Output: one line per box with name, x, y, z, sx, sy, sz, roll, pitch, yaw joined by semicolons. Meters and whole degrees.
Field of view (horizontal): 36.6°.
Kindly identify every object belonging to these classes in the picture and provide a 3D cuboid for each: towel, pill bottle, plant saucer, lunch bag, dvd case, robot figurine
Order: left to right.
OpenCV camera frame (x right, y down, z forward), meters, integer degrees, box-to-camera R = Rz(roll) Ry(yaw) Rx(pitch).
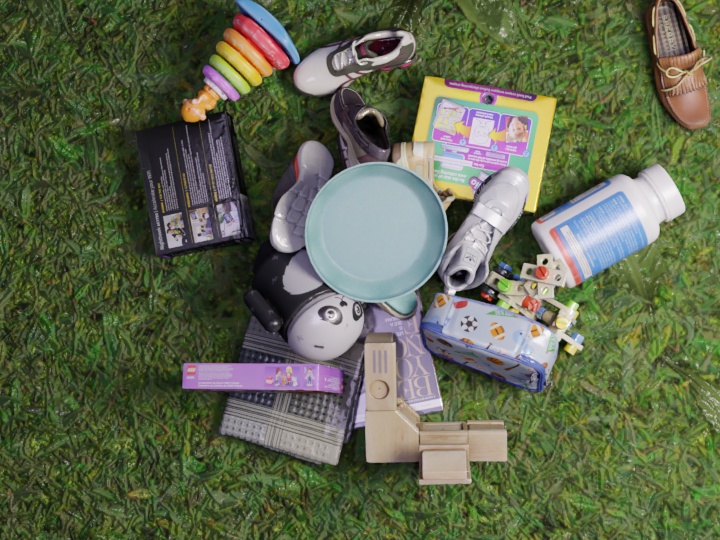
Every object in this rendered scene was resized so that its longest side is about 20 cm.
towel;-0.098;0.180;1.635;0.200;0.035;0.193;14;86;16
robot figurine;-0.079;0.038;1.584;0.150;0.125;0.200;-36;60;-2
plant saucer;0.021;-0.055;1.522;0.200;0.036;0.200;-1;105;-5
dvd case;0.033;0.127;1.636;0.149;0.016;0.200;-12;85;5
lunch bag;0.186;0.107;1.550;0.200;0.160;0.076;22;72;13
pill bottle;0.357;-0.068;1.564;0.200;0.112;0.112;-29;83;5

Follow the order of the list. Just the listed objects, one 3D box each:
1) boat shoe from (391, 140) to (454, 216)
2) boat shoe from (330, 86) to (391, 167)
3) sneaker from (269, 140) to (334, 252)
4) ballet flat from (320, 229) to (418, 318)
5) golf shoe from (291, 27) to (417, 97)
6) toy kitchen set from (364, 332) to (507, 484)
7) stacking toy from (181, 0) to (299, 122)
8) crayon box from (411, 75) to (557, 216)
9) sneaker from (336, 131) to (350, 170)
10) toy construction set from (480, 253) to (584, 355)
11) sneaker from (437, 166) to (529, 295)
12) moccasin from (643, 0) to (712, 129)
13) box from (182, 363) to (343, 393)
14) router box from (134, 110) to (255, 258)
boat shoe;0.099;-0.097;1.571;0.076;0.072;0.200;-9;129;9
boat shoe;0.007;-0.210;1.591;0.072;0.200;0.065;15;129;-26
sneaker;-0.096;-0.098;1.609;0.077;0.082;0.200;36;51;-21
ballet flat;0.000;0.000;1.588;0.200;0.062;0.067;47;72;-10
golf shoe;-0.014;-0.322;1.637;0.200;0.088;0.077;-19;86;6
toy kitchen set;0.105;0.190;1.530;0.200;0.163;0.181;-1;98;4
stacking toy;-0.195;-0.298;1.640;0.116;0.110;0.200;42;88;10
crayon box;0.177;-0.185;1.619;0.200;0.058;0.173;11;90;7
sneaker;-0.018;-0.109;1.633;0.116;0.076;0.200;-36;64;28
toy construction set;0.248;0.044;1.541;0.131;0.200;0.092;33;76;30
sneaker;0.175;-0.049;1.548;0.075;0.115;0.200;30;118;-6
moccasin;0.467;-0.304;1.584;0.074;0.078;0.201;-9;85;6
box;-0.137;0.155;1.559;0.200;0.137;0.039;-1;81;14
router box;-0.253;-0.131;1.668;0.149;0.051;0.200;-11;85;7
